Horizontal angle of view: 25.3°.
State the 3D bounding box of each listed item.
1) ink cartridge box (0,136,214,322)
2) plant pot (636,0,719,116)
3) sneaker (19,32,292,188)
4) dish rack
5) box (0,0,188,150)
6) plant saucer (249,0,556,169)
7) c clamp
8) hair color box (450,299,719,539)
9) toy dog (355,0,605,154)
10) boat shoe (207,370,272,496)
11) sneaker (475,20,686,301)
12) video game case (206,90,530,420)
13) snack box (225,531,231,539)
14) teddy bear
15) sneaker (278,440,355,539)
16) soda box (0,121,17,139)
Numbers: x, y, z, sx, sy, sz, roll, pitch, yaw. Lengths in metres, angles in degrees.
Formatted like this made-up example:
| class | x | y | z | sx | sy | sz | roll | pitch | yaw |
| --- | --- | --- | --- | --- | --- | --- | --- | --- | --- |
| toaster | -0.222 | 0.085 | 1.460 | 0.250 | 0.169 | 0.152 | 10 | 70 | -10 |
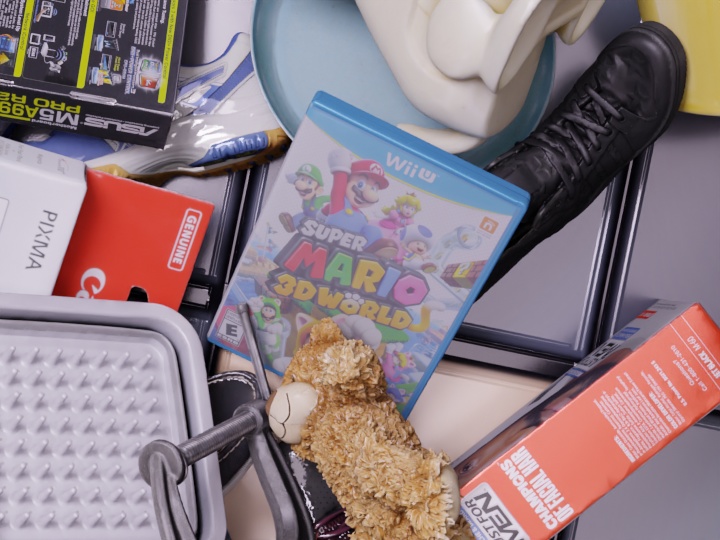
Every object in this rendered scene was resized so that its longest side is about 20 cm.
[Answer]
| class | x | y | z | sx | sy | sz | roll | pitch | yaw |
| --- | --- | --- | --- | --- | --- | --- | --- | --- | --- |
| ink cartridge box | -0.201 | 0.028 | 0.989 | 0.173 | 0.044 | 0.201 | 16 | 109 | -15 |
| plant pot | 0.245 | -0.199 | 0.982 | 0.200 | 0.201 | 0.190 | -6 | 105 | -2 |
| sneaker | -0.147 | -0.096 | 1.029 | 0.199 | 0.075 | 0.089 | -14 | 83 | -11 |
| dish rack | -0.182 | 0.099 | 0.932 | 0.199 | 0.044 | 0.172 | 5 | 61 | -31 |
| box | -0.183 | -0.182 | 0.981 | 0.159 | 0.044 | 0.201 | 9 | 64 | -12 |
| plant saucer | 0.027 | -0.143 | 1.030 | 0.199 | 0.027 | 0.201 | 2 | 78 | -10 |
| c clamp | -0.079 | 0.122 | 0.939 | 0.027 | 0.200 | 0.172 | -20 | 95 | 20 |
| hair color box | 0.141 | 0.102 | 1.015 | 0.200 | 0.111 | 0.064 | -39 | 91 | -2 |
| toy dog | 0.036 | -0.186 | 0.958 | 0.200 | 0.194 | 0.139 | 40 | 51 | 13 |
| boat shoe | -0.139 | 0.125 | 1.012 | 0.200 | 0.060 | 0.074 | -33 | 65 | -12 |
| sneaker | 0.119 | -0.062 | 0.987 | 0.060 | 0.200 | 0.104 | 47 | 45 | 15 |
| video game case | 0.000 | 0.000 | 0.999 | 0.143 | 0.018 | 0.200 | 26 | 125 | -1 |
| snack box | -0.166 | 0.233 | 0.977 | 0.199 | 0.169 | 0.068 | -24 | 94 | -2 |
| teddy bear | 0.002 | 0.112 | 0.945 | 0.067 | 0.145 | 0.200 | -27 | 58 | -14 |
| sneaker | 0.012 | 0.191 | 1.009 | 0.076 | 0.116 | 0.200 | -36 | 92 | -1 |
| soda box | -0.263 | -0.087 | 1.022 | 0.068 | 0.063 | 0.201 | 26 | 90 | -3 |
